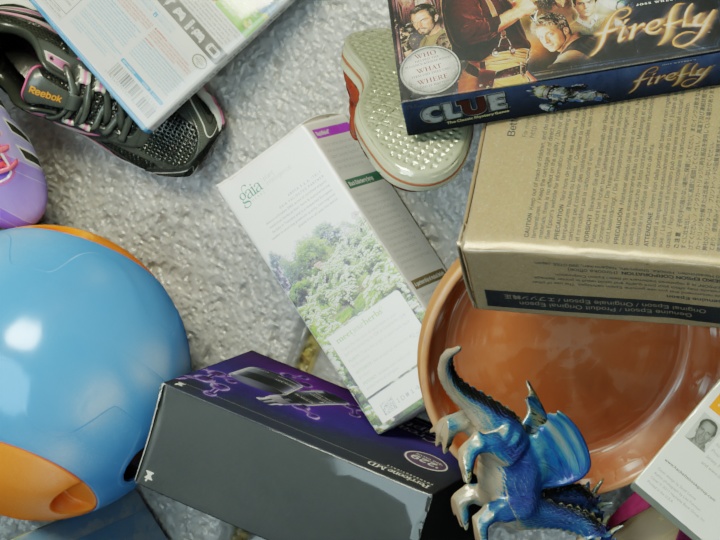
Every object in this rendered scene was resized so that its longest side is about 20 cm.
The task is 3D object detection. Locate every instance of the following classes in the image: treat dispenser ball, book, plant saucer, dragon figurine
[{"bbox_3d":[-0.215,0.069,1.768,0.201,0.201,0.201,4,101,23],"label":"treat dispenser ball"},{"bbox_3d":[0.279,0.097,1.589,0.134,0.048,0.200,40,83,8],"label":"book"},{"bbox_3d":[0.133,0.049,1.656,0.200,0.032,0.200,-4,112,-9],"label":"plant saucer"},{"bbox_3d":[0.103,0.109,1.621,0.099,0.059,0.200,-22,117,-13],"label":"dragon figurine"}]

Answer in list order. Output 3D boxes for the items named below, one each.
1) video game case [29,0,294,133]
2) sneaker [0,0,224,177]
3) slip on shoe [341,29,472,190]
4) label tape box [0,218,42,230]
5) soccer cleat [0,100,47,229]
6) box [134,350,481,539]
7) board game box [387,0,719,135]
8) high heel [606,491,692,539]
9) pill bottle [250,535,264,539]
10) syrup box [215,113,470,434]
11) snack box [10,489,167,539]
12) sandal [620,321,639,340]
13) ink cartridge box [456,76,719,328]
[{"bbox_3d":[-0.115,-0.210,1.742,0.200,0.018,0.143,-42,80,6],"label":"video game case"},{"bbox_3d":[-0.193,-0.120,1.788,0.200,0.086,0.080,26,110,17],"label":"sneaker"},{"bbox_3d":[0.027,-0.092,1.644,0.074,0.200,0.061,-5,116,-8],"label":"slip on shoe"},{"bbox_3d":[-0.323,-0.064,1.793,0.063,0.200,0.144,-33,85,26],"label":"label tape box"},{"bbox_3d":[-0.265,-0.110,1.744,0.067,0.076,0.200,-31,111,-14],"label":"soccer cleat"},{"bbox_3d":[-0.025,0.131,1.728,0.200,0.141,0.079,21,107,19],"label":"box"},{"bbox_3d":[0.117,-0.158,1.576,0.200,0.035,0.136,-9,54,3],"label":"board game box"},{"bbox_3d":[0.161,0.195,1.680,0.067,0.096,0.200,39,112,13],"label":"high heel"},{"bbox_3d":[-0.013,0.267,1.761,0.114,0.114,0.200,-45,80,24],"label":"pill bottle"},{"bbox_3d":[0.000,0.000,1.726,0.079,0.081,0.200,-35,84,22],"label":"syrup box"},{"bbox_3d":[-0.251,0.243,1.833,0.200,0.169,0.068,-35,82,26],"label":"snack box"},{"bbox_3d":[0.139,-0.049,1.673,0.082,0.050,0.203,-17,93,25],"label":"sandal"},{"bbox_3d":[0.157,-0.070,1.575,0.165,0.075,0.200,4,58,14],"label":"ink cartridge box"}]
